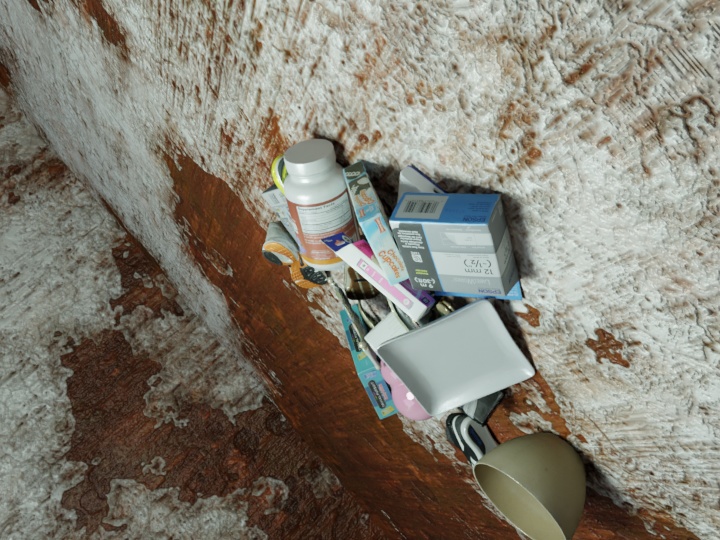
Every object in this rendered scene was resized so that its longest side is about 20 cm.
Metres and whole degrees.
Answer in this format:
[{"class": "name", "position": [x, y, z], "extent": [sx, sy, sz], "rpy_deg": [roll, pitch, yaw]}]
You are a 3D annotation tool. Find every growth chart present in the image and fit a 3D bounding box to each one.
[{"class": "growth chart", "position": [-0.011, 0.100, 1.416], "extent": [0.201, 0.018, 0.145], "rpy_deg": [62, -178, 40]}]

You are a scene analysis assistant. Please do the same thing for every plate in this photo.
[{"class": "plate", "position": [0.154, 0.138, 1.170], "extent": [0.200, 0.198, 0.033], "rpy_deg": [51, -158, -34]}]

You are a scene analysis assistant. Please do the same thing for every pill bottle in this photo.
[{"class": "pill bottle", "position": [-0.067, -0.113, 1.236], "extent": [0.112, 0.112, 0.202], "rpy_deg": [27, 141, 43]}]

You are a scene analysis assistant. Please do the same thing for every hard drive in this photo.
[{"class": "hard drive", "position": [0.109, -0.057, 1.120], "extent": [0.132, 0.025, 0.201], "rpy_deg": [41, 157, 20]}]

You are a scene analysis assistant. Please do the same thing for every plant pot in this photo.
[{"class": "plant pot", "position": [0.315, 0.365, 1.278], "extent": [0.200, 0.134, 0.201], "rpy_deg": [39, 157, 21]}]

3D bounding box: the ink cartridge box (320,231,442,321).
[{"class": "ink cartridge box", "position": [0.034, -0.003, 1.148], "extent": [0.199, 0.037, 0.095], "rpy_deg": [38, -159, 11]}]

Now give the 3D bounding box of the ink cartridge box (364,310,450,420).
[{"class": "ink cartridge box", "position": [0.112, 0.160, 1.304], "extent": [0.200, 0.109, 0.050], "rpy_deg": [47, 174, 19]}]

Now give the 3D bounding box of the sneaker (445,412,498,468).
[{"class": "sneaker", "position": [0.247, 0.381, 1.539], "extent": [0.202, 0.073, 0.112], "rpy_deg": [63, 159, -13]}]

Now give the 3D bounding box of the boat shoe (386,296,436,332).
[{"class": "boat shoe", "position": [0.102, 0.084, 1.242], "extent": [0.203, 0.063, 0.074], "rpy_deg": [62, -156, 2]}]

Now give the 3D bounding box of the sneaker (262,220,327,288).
[{"class": "sneaker", "position": [-0.133, -0.038, 1.580], "extent": [0.075, 0.093, 0.200], "rpy_deg": [-18, 141, 25]}]

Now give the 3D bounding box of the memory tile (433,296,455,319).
[{"class": "memory tile", "position": [0.146, 0.088, 1.264], "extent": [0.201, 0.017, 0.153], "rpy_deg": [52, 169, -13]}]

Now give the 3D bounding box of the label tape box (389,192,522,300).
[{"class": "label tape box", "position": [0.138, -0.013, 1.018], "extent": [0.142, 0.066, 0.201], "rpy_deg": [4, 135, 28]}]

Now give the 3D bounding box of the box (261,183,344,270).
[{"class": "box", "position": [-0.103, -0.090, 1.457], "extent": [0.201, 0.041, 0.155], "rpy_deg": [56, 158, -15]}]

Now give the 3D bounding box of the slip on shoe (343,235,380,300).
[{"class": "slip on shoe", "position": [0.000, 0.000, 1.389], "extent": [0.200, 0.075, 0.061], "rpy_deg": [76, -172, -66]}]

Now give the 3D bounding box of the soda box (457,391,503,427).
[{"class": "soda box", "position": [0.164, 0.198, 1.342], "extent": [0.199, 0.071, 0.063], "rpy_deg": [36, 171, 20]}]

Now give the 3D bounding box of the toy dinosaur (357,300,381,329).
[{"class": "toy dinosaur", "position": [0.048, 0.136, 1.535], "extent": [0.201, 0.047, 0.088], "rpy_deg": [58, 168, -14]}]

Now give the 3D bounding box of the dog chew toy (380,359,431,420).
[{"class": "dog chew toy", "position": [0.096, 0.196, 1.452], "extent": [0.201, 0.124, 0.124], "rpy_deg": [58, 158, -2]}]

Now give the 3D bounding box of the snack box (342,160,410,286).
[{"class": "snack box", "position": [0.022, -0.077, 1.109], "extent": [0.201, 0.037, 0.117], "rpy_deg": [-105, -11, -59]}]

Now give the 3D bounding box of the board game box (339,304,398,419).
[{"class": "board game box", "position": [0.016, 0.194, 1.569], "extent": [0.201, 0.046, 0.152], "rpy_deg": [-110, -3, -53]}]

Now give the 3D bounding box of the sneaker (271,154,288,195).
[{"class": "sneaker", "position": [-0.090, -0.123, 1.329], "extent": [0.201, 0.074, 0.084], "rpy_deg": [55, 157, -16]}]
